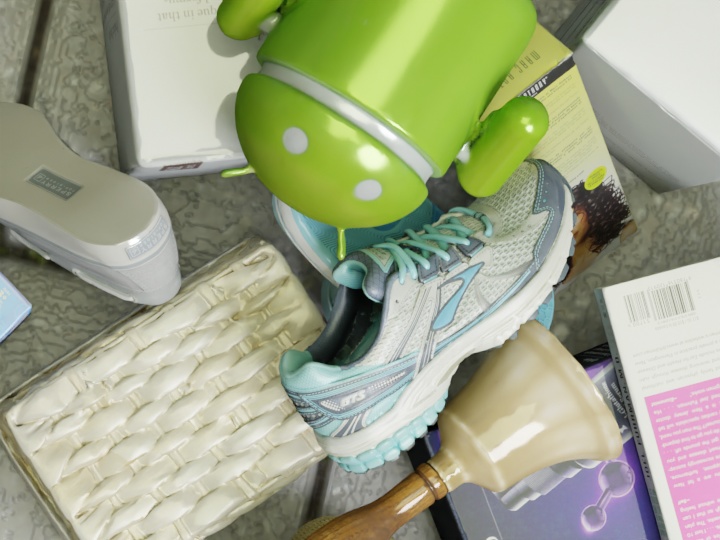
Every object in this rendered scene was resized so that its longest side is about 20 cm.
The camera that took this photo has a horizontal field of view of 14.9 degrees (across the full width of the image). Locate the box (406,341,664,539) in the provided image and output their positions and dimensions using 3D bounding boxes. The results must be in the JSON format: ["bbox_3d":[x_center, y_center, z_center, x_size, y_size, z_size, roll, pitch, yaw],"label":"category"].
[{"bbox_3d":[0.143,0.124,1.610,0.200,0.104,0.148,-23,92,-7],"label":"box"}]

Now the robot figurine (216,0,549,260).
[{"bbox_3d":[0.013,-0.109,1.431,0.175,0.116,0.200,34,84,-6],"label":"robot figurine"}]

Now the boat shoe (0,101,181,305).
[{"bbox_3d":[-0.171,-0.036,1.563,0.072,0.200,0.069,-45,136,-27],"label":"boat shoe"}]

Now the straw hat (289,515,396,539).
[{"bbox_3d":[-0.014,0.191,1.592,0.201,0.201,0.085,10,47,-6],"label":"straw hat"}]

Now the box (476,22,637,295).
[{"bbox_3d":[0.100,-0.063,1.567,0.075,0.200,0.050,-39,57,-5],"label":"box"}]

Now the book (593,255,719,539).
[{"bbox_3d":[0.222,0.090,1.546,0.134,0.048,0.200,-14,90,-5],"label":"book"}]

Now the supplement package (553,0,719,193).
[{"bbox_3d":[0.186,-0.127,1.572,0.117,0.200,0.117,40,85,-5],"label":"supplement package"}]

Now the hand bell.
[{"bbox_3d":[0.033,0.118,1.480,0.200,0.104,0.104,-37,93,-14],"label":"hand bell"}]

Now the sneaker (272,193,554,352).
[{"bbox_3d":[0.000,0.000,1.570,0.200,0.131,0.080,31,66,-34],"label":"sneaker"}]

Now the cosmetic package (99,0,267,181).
[{"bbox_3d":[-0.063,-0.159,1.563,0.165,0.165,0.200,-7,90,-8],"label":"cosmetic package"}]

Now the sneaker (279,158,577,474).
[{"bbox_3d":[0.036,0.010,1.464,0.200,0.078,0.086,-51,121,-13],"label":"sneaker"}]

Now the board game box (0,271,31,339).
[{"bbox_3d":[-0.245,-0.020,1.520,0.037,0.200,0.151,-44,94,-6],"label":"board game box"}]

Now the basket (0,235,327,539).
[{"bbox_3d":[-0.099,0.083,1.573,0.200,0.123,0.136,-33,92,-6],"label":"basket"}]
